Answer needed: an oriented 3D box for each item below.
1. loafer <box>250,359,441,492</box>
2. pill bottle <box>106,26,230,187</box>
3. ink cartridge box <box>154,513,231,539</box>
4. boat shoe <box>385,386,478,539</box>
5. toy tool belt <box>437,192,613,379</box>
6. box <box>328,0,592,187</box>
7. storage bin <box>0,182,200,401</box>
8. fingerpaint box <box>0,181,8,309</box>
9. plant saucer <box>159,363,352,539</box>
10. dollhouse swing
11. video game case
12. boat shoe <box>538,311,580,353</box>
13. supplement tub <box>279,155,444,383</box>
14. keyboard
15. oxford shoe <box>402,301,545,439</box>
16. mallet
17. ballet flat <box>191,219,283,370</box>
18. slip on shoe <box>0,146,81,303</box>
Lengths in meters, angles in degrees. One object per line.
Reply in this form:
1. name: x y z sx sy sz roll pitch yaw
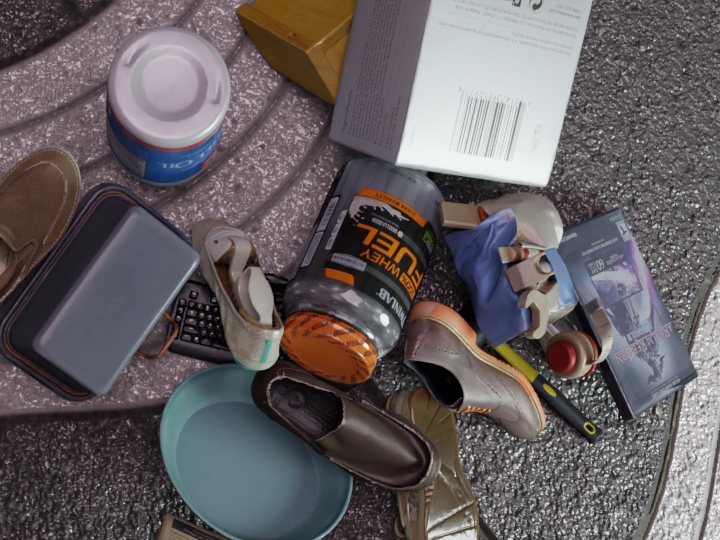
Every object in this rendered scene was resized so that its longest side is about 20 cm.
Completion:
1. loafer: -0.017 0.154 1.214 0.198 0.071 0.074 25 89 0
2. pill bottle: -0.185 -0.145 1.222 0.111 0.200 0.114 2 79 -10
3. ink cartridge box: -0.142 0.346 1.161 0.163 0.075 0.202 24 104 -7
4. boat shoe: 0.068 0.219 1.284 0.073 0.062 0.203 -1 81 -38
5. toy tool belt: 0.147 0.019 1.248 0.122 0.125 0.202 -7 68 -49
6. box: 0.097 -0.200 1.263 0.197 0.130 0.203 5 103 -35
7. storage bin: -0.230 0.030 1.196 0.145 0.134 0.201 39 79 -19
8. fingerpaint box: -0.412 -0.007 1.214 0.166 0.073 0.201 31 75 -5
9. plant saucer: -0.103 0.182 1.224 0.198 0.036 0.202 19 45 -20
10. dollhouse swing: 0.014 -0.242 1.368 0.200 0.177 0.181 -42 48 -15
11. video game case: 0.271 0.041 1.339 0.142 0.019 0.202 -20 82 -46
12. boat shoe: 0.189 0.010 1.337 0.070 0.069 0.201 -33 87 -14
13. supplement tub: 0.000 0.000 1.254 0.121 0.123 0.202 25 62 -6
14. keyboard: -0.090 0.051 1.288 0.197 0.040 0.105 13 78 -10
15. oxford shoe: 0.108 0.118 1.274 0.200 0.071 0.073 42 53 -25
16. mallet: 0.180 0.099 1.339 0.199 0.041 0.066 36 72 -8
17. ballet flat: -0.111 0.007 1.234 0.067 0.063 0.201 1 45 -30
18. slip on shoe: -0.323 -0.030 1.170 0.076 0.061 0.201 39 73 -6
